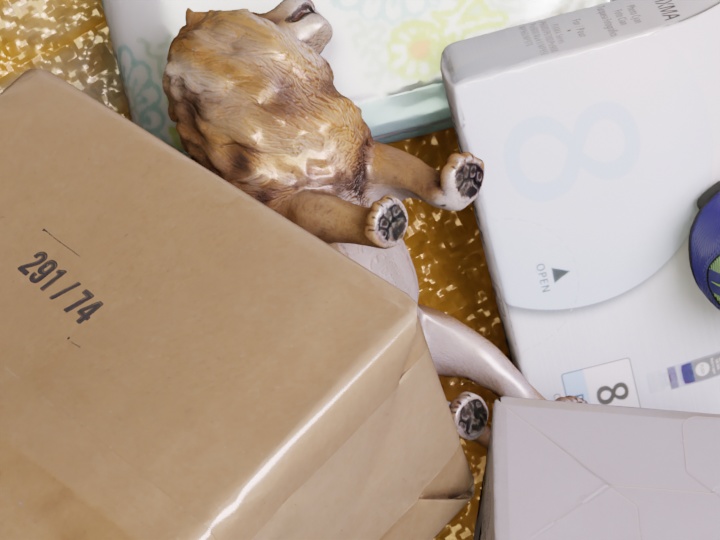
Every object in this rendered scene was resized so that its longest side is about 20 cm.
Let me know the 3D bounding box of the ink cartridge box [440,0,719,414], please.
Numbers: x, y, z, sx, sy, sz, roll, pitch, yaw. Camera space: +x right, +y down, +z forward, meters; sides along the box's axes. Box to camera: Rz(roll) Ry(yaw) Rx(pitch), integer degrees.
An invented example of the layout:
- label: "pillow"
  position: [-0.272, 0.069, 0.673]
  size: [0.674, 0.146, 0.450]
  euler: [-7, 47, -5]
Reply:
- label: "ink cartridge box"
  position: [0.142, -0.026, 1.026]
  size: [0.199, 0.047, 0.160]
  euler: [-14, 114, 3]

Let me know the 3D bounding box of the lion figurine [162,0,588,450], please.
- label: "lion figurine"
  position: [0.000, 0.000, 1.002]
  size: [0.072, 0.122, 0.200]
  euler: [-36, 122, -31]

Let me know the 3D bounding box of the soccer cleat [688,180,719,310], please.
- label: "soccer cleat"
  position: [0.212, -0.022, 0.993]
  size: [0.200, 0.084, 0.065]
  euler: [-18, 114, -14]

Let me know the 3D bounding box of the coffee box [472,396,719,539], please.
- label: "coffee box"
  position: [0.090, 0.144, 0.995]
  size: [0.113, 0.080, 0.200]
  euler: [5, 132, -3]

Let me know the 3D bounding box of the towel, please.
- label: "towel"
  position: [-0.001, -0.132, 1.050]
  size: [0.199, 0.048, 0.172]
  euler: [-14, 91, 2]

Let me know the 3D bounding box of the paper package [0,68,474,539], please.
- label: "paper package"
  position: [-0.095, 0.057, 0.942]
  size: [0.200, 0.104, 0.191]
  euler: [31, 65, 33]
